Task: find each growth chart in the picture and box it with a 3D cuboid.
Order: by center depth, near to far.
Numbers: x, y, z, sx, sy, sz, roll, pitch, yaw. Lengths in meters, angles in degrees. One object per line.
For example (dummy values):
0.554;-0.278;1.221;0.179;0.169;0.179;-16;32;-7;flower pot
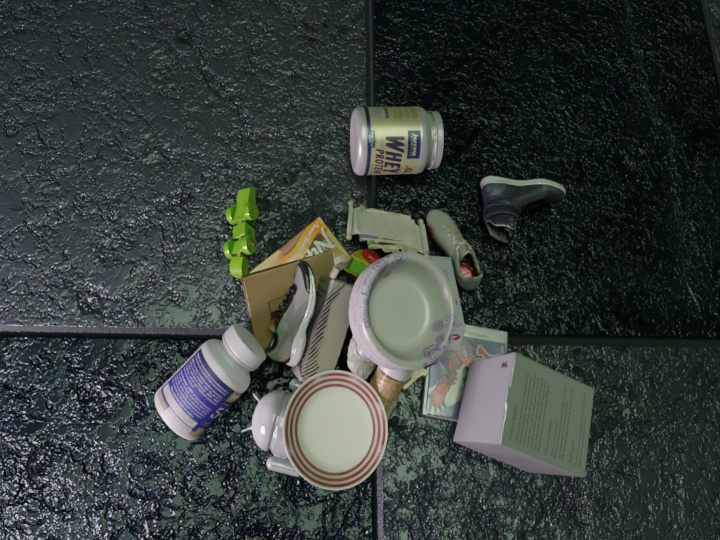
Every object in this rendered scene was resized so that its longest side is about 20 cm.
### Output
0.058;-0.086;1.229;0.192;0.018;0.148;13;44;-2;growth chart

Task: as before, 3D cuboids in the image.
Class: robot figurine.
-0.124;0.298;1.077;0.193;0.114;0.175;16;63;-3;robot figurine

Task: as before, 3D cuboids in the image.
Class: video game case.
0.223;0.217;1.195;0.175;0.023;0.208;10;73;-4;video game case

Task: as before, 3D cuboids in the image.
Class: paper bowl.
0.071;0.076;1.024;0.193;0.104;0.209;5;78;-21;paper bowl

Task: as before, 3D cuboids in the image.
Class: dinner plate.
-0.045;0.287;1.020;0.192;0.024;0.208;3;73;-10;dinner plate

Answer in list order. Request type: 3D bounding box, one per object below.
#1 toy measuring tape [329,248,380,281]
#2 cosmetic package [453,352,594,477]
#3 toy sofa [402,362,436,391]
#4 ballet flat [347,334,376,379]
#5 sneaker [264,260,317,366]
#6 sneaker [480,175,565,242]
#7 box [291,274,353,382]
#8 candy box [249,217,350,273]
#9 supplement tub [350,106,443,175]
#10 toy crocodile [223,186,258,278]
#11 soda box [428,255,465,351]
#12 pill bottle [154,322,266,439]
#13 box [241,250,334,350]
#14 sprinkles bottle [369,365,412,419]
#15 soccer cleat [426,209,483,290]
0.000;0.000;1.156;0.071;0.199;0.077;4;102;18;toy measuring tape
0.315;0.281;1.090;0.195;0.166;0.173;24;68;-14;cosmetic package
0.067;0.141;1.164;0.096;0.083;0.203;-34;80;-12;toy sofa
0.026;0.109;1.094;0.070;0.072;0.206;22;75;0;ballet flat
-0.134;0.082;1.086;0.077;0.074;0.208;12;94;-22;sneaker
0.372;-0.134;1.283;0.194;0.078;0.151;3;62;4;sneaker
-0.070;0.119;1.117;0.066;0.082;0.207;18;89;-22;box
-0.127;-0.003;1.196;0.198;0.055;0.116;-39;84;-16;candy box
0.078;-0.291;1.262;0.192;0.145;0.151;-3;73;-8;supplement tub
-0.248;-0.084;1.204;0.065;0.061;0.208;-12;66;26;toy crocodile
0.166;0.064;1.165;0.061;0.070;0.204;4;45;-6;soda box
-0.276;0.203;1.055;0.200;0.120;0.120;-44;82;2;pill bottle
-0.132;0.066;1.135;0.194;0.021;0.170;-16;106;-23;box
0.034;0.257;1.086;0.066;0.068;0.206;23;104;1;sprinkles bottle
0.213;-0.056;1.241;0.068;0.087;0.205;-24;78;-14;soccer cleat
